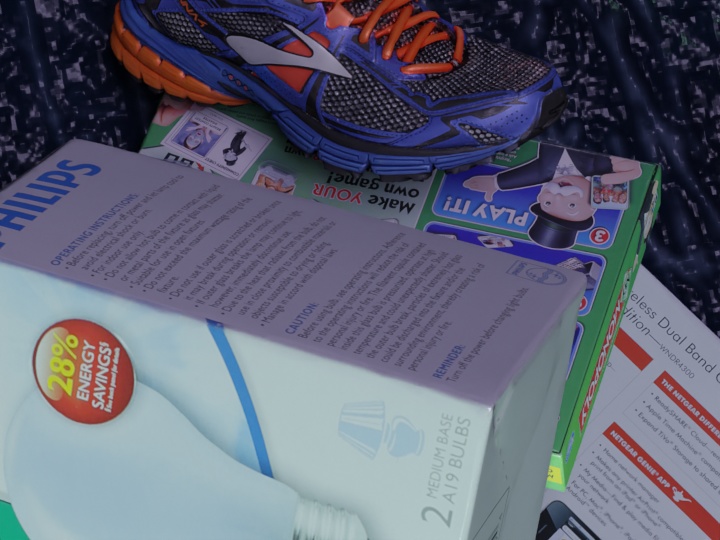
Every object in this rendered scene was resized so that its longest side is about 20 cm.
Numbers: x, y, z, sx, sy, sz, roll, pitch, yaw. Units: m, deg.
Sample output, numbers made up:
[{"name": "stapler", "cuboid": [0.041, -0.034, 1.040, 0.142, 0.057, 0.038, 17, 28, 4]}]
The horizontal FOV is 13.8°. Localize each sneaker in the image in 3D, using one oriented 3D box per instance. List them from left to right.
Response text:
[{"name": "sneaker", "cuboid": [-0.013, -0.091, 1.121, 0.200, 0.079, 0.075, 19, 35, 26]}]

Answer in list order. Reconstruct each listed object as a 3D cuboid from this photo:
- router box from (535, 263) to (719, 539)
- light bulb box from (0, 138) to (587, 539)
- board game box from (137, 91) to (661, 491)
[{"name": "router box", "cuboid": [0.054, 0.069, 1.158, 0.200, 0.049, 0.179, 45, 70, 9]}, {"name": "light bulb box", "cuboid": [-0.046, 0.083, 1.033, 0.199, 0.125, 0.199, 15, 113, 14]}, {"name": "board game box", "cuboid": [0.000, 0.000, 1.126, 0.199, 0.029, 0.135, 12, 59, 16]}]
